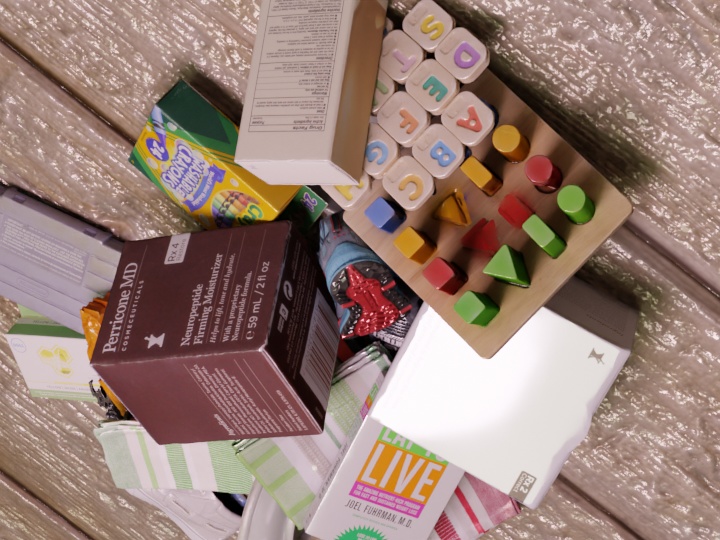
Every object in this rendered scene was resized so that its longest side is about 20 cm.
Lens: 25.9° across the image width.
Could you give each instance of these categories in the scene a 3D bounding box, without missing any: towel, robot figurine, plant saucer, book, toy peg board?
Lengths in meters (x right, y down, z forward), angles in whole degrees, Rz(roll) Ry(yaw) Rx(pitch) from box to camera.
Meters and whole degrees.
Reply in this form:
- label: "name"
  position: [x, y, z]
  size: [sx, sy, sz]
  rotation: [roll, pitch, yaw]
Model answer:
- label: "towel"
  position: [-0.022, 0.186, 1.721]
  size: [0.200, 0.031, 0.149]
  rotation: [-36, 119, 0]
- label: "robot figurine"
  position: [-0.256, 0.128, 1.823]
  size: [0.145, 0.058, 0.200]
  rotation: [15, 131, 35]
- label: "plant saucer"
  position: [-0.078, 0.270, 1.823]
  size: [0.050, 0.200, 0.200]
  rotation: [19, 132, 17]
- label: "book"
  position: [0.038, 0.218, 1.719]
  size: [0.133, 0.048, 0.200]
  rotation: [20, 107, -19]
- label: "toy peg board"
  position: [0.109, -0.058, 1.440]
  size: [0.200, 0.098, 0.199]
  rotation: [-46, 77, 6]
- label: "towel"
  position: [-0.197, 0.219, 1.810]
  size: [0.199, 0.023, 0.153]
  rotation: [1, 144, 6]
- label: "towel"
  position: [0.072, 0.276, 1.782]
  size: [0.200, 0.023, 0.144]
  rotation: [-33, 118, -1]

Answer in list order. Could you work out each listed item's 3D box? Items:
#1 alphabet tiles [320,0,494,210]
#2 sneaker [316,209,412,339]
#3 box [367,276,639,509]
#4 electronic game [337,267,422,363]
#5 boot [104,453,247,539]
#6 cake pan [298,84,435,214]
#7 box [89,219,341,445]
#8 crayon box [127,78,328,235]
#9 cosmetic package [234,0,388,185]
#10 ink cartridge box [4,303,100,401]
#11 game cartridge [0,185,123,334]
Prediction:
- label: "alphabet tiles"
  position: [0.025, -0.156, 1.462]
  size: [0.200, 0.015, 0.196]
  rotation: [-47, 61, 7]
- label: "sneaker"
  position: [0.000, 0.000, 1.599]
  size: [0.079, 0.096, 0.200]
  rotation: [-19, 156, -3]
- label: "box"
  position: [0.145, 0.094, 1.576]
  size: [0.200, 0.131, 0.199]
  rotation: [29, 111, 4]
- label: "electronic game"
  position: [0.041, 0.060, 1.707]
  size: [0.200, 0.042, 0.200]
  rotation: [14, 130, 17]
- label: "boot"
  position: [-0.225, 0.267, 1.998]
  size: [0.200, 0.074, 0.096]
  rotation: [41, 127, -19]
- label: "cake pan"
  position: [0.000, -0.136, 1.577]
  size: [0.200, 0.037, 0.201]
  rotation: [14, 130, 17]
- label: "box"
  position: [-0.143, 0.068, 1.636]
  size: [0.200, 0.166, 0.164]
  rotation: [-6, 142, 21]
- label: "crayon box"
  position: [-0.142, -0.093, 1.647]
  size: [0.200, 0.052, 0.126]
  rotation: [40, 148, -1]
- label: "cosmetic package"
  position: [-0.043, -0.183, 1.455]
  size: [0.105, 0.200, 0.071]
  rotation: [3, 166, 27]
- label: "ink cartridge box"
  position: [-0.370, 0.070, 1.928]
  size: [0.145, 0.048, 0.200]
  rotation: [2, 128, 26]
- label: "game cartridge"
  position: [-0.372, -0.013, 1.849]
  size: [0.200, 0.038, 0.130]
  rotation: [25, 111, 8]
